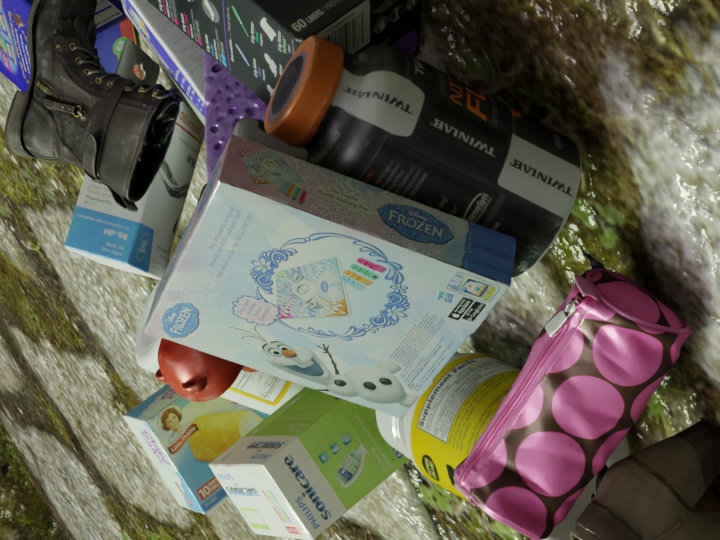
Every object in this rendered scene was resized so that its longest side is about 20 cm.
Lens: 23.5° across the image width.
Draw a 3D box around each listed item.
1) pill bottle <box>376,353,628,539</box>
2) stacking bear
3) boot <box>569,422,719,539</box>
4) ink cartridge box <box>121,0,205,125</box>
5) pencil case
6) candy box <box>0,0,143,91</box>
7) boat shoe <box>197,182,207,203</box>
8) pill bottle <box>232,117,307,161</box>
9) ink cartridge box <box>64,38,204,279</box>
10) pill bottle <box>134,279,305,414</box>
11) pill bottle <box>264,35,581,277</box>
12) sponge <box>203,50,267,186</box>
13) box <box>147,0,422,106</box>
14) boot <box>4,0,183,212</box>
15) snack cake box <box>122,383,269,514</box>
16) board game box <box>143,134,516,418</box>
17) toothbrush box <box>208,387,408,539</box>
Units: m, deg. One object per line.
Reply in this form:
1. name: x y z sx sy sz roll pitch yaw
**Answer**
1. pill bottle: 0.109 0.133 1.393 0.200 0.114 0.115 23 143 51
2. stacking bear: -0.097 0.041 1.566 0.121 0.200 0.114 22 142 51
3. boot: 0.216 0.208 1.267 0.070 0.146 0.200 23 143 48
4. ink cartridge box: -0.134 -0.161 1.488 0.200 0.043 0.198 56 175 -5
5. pencil case: 0.140 0.093 1.207 0.091 0.093 0.200 49 119 44
6. candy box: -0.304 -0.232 1.742 0.200 0.077 0.169 43 154 27
7. boat shoe: -0.115 -0.021 1.700 0.200 0.075 0.074 77 -179 -60
8. pill bottle: -0.008 -0.027 1.244 0.199 0.115 0.114 18 158 -8
9. ink cartridge box: -0.200 -0.101 1.609 0.066 0.201 0.116 15 176 11
10. pill bottle: -0.108 0.076 1.671 0.199 0.105 0.104 22 167 -22
11. pill bottle: 0.038 -0.080 1.147 0.199 0.107 0.106 25 164 -18
12. sponge: -0.062 -0.099 1.318 0.030 0.111 0.201 -12 -78 -82
13. box: -0.063 -0.214 1.239 0.200 0.122 0.106 41 155 25
14. boot: -0.221 -0.163 1.525 0.174 0.201 0.069 17 -176 36
15. snack cake box: -0.124 0.138 1.758 0.067 0.200 0.115 2 126 61
16. board game box: -0.026 0.011 1.165 0.198 0.044 0.200 19 145 -11
17. toothbrush box: -0.019 0.149 1.571 0.086 0.200 0.146 57 156 -9
